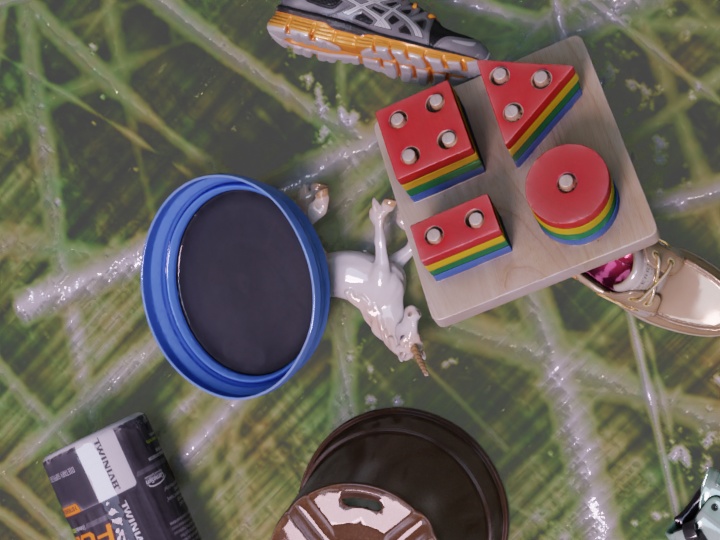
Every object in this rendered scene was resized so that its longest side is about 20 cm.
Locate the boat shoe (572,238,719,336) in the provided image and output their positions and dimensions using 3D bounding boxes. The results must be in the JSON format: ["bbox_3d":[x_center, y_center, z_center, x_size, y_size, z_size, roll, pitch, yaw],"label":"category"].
[{"bbox_3d":[0.230,0.002,1.121,0.198,0.069,0.074,25,99,10],"label":"boat shoe"}]

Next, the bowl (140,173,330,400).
[{"bbox_3d":[-0.111,0.013,1.187,0.199,0.039,0.203,6,101,33],"label":"bowl"}]

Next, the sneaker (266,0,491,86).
[{"bbox_3d":[0.020,-0.216,1.155,0.198,0.078,0.078,16,80,6],"label":"sneaker"}]

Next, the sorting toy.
[{"bbox_3d":[0.119,-0.087,1.097,0.197,0.070,0.202,-22,63,12],"label":"sorting toy"}]

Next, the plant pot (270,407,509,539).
[{"bbox_3d":[0.015,0.232,1.123,0.198,0.198,0.203,1,94,14],"label":"plant pot"}]

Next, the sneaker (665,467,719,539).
[{"bbox_3d":[0.351,0.199,1.102,0.200,0.074,0.118,-40,91,15],"label":"sneaker"}]

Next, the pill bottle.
[{"bbox_3d":[-0.207,0.242,1.223,0.105,0.106,0.202,-25,88,14],"label":"pill bottle"}]

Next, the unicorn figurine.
[{"bbox_3d":[0.000,0.000,1.182,0.198,0.074,0.139,13,98,28],"label":"unicorn figurine"}]
